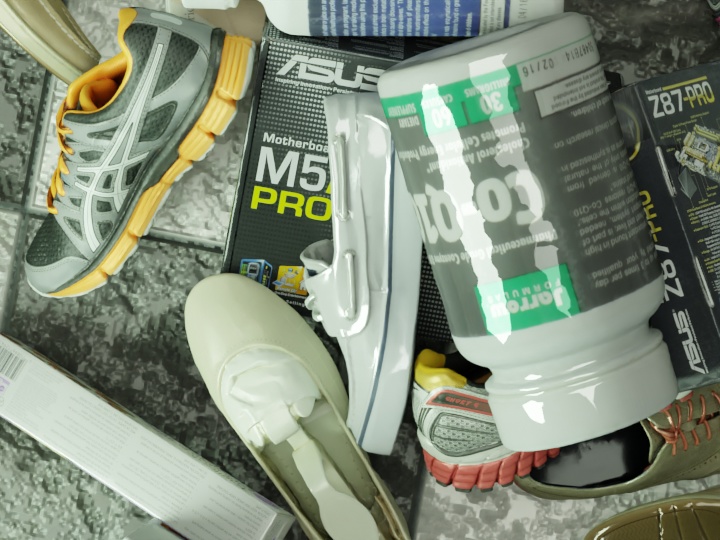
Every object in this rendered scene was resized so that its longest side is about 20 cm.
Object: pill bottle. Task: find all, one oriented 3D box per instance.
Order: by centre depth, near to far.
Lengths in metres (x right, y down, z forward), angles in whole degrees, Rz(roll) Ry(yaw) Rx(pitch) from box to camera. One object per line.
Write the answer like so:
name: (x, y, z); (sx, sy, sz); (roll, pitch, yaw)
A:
pill bottle: (0.088, -0.019, 1.462); (0.112, 0.113, 0.201); (-18, 97, 0)
pill bottle: (0.007, -0.178, 1.517); (0.199, 0.111, 0.112); (0, 89, 0)

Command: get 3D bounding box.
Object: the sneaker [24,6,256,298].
sneaker: (-0.135, -0.067, 1.582); (0.077, 0.078, 0.200); (27, 121, -19)

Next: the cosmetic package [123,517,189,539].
cosmetic package: (-0.091, 0.188, 1.544); (0.101, 0.200, 0.072); (31, 89, 1)

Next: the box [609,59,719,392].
box: (0.217, -0.036, 1.560); (0.049, 0.199, 0.162); (-18, 90, 45)

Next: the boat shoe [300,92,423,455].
boat shoe: (0.000, 0.000, 1.551); (0.065, 0.074, 0.201); (4, 105, 1)

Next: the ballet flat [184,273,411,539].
ballet flat: (-0.031, 0.092, 1.586); (0.069, 0.069, 0.201); (-33, 106, 0)

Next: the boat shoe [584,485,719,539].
boat shoe: (0.221, 0.146, 1.603); (0.199, 0.065, 0.073); (-12, 98, 9)

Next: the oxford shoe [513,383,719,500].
oxford shoe: (0.178, 0.088, 1.603); (0.199, 0.075, 0.071); (-19, 95, 1)

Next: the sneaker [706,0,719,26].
sneaker: (0.279, -0.178, 1.589); (0.199, 0.080, 0.075); (-11, 94, 35)

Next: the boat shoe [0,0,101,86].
boat shoe: (-0.201, -0.191, 1.621); (0.065, 0.072, 0.200); (-38, 83, 1)

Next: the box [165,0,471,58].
box: (-0.009, -0.170, 1.612); (0.199, 0.078, 0.096); (-7, 89, 1)

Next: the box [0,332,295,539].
box: (-0.130, 0.100, 1.603); (0.199, 0.039, 0.042); (30, 90, 17)

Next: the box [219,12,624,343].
box: (0.031, -0.045, 1.586); (0.199, 0.044, 0.161); (10, 116, -4)

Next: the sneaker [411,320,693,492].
sneaker: (0.118, 0.041, 1.556); (0.199, 0.078, 0.083); (-28, 120, -13)
